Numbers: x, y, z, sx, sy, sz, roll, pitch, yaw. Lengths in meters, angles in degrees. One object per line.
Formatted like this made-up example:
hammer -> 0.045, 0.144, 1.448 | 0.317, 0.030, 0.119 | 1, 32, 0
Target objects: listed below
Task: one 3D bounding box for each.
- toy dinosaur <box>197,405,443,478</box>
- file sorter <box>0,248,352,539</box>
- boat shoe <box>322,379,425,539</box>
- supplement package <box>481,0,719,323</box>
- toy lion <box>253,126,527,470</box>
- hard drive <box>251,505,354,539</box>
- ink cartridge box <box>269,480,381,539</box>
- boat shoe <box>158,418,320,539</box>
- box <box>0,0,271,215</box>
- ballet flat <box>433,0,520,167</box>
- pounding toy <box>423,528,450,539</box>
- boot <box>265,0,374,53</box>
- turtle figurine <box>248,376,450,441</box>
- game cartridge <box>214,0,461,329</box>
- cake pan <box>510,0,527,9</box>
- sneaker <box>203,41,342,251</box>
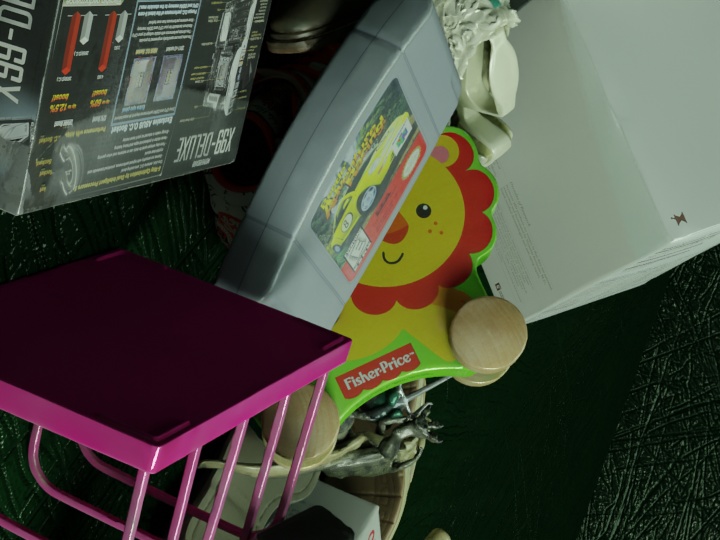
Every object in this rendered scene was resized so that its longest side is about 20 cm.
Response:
toy dinosaur -> -0.004, 0.112, 1.042 | 0.200, 0.047, 0.088 | 3, 147, -43
file sorter -> -0.118, 0.084, 0.737 | 0.200, 0.139, 0.125 | -25, 133, -66
boat shoe -> 0.015, 0.159, 1.317 | 0.065, 0.072, 0.200 | 13, 90, -72
supplement package -> 0.173, -0.090, 1.108 | 0.147, 0.191, 0.200 | -17, 171, -31
toy lion -> 0.000, 0.000, 0.979 | 0.200, 0.192, 0.069 | -25, 169, -7
hard drive -> -0.083, 0.215, 0.819 | 0.200, 0.033, 0.140 | -53, 169, 5
ink cartridge box -> -0.060, 0.273, 1.188 | 0.200, 0.083, 0.145 | -57, 157, -35
boat shoe -> -0.087, 0.151, 1.060 | 0.063, 0.073, 0.200 | -31, -168, 32
box -> -0.103, -0.118, 0.713 | 0.200, 0.050, 0.158 | -26, 133, -65
ballet flat -> 0.069, -0.107, 1.028 | 0.072, 0.072, 0.200 | -58, 160, -34
pounding toy -> -0.011, 0.278, 0.966 | 0.184, 0.142, 0.200 | 6, 108, -34
boot -> -0.007, -0.205, 0.906 | 0.200, 0.075, 0.097 | -53, 138, -44
turtle figurine -> 0.000, 0.040, 1.102 | 0.200, 0.101, 0.150 | -26, 128, -47
game cartridge -> -0.008, -0.055, 0.883 | 0.200, 0.041, 0.133 | -61, 157, -9
cake pan -> 0.105, -0.186, 1.273 | 0.200, 0.037, 0.200 | -55, 157, -38
sneaker -> -0.026, -0.101, 0.928 | 0.201, 0.067, 0.108 | -61, 163, -19
